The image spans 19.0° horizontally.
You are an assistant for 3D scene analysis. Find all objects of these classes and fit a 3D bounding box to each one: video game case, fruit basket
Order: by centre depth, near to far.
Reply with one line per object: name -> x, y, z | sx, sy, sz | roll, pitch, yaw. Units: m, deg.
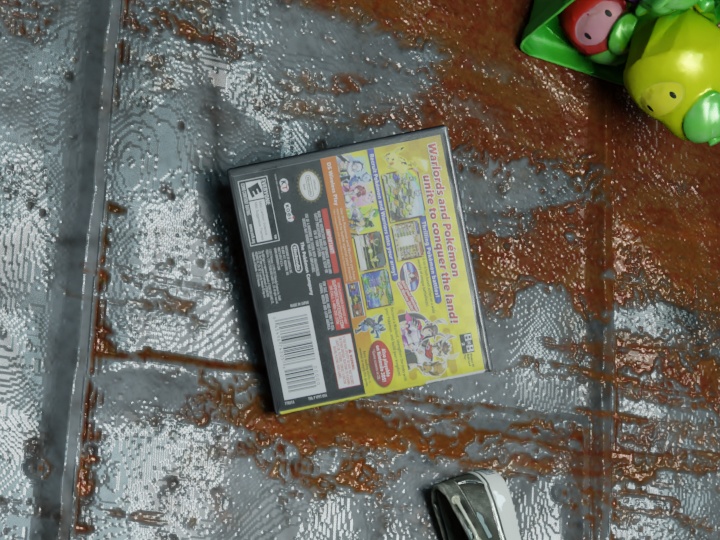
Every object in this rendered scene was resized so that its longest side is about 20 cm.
video game case -> 0.000, 0.000, 1.723 | 0.179, 0.026, 0.202 | -11, 96, -1
fruit basket -> 0.252, -0.209, 1.874 | 0.154, 0.215, 0.218 | 14, 74, -28

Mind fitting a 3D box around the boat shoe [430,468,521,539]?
boat shoe -> 0.106, 0.267, 1.779 | 0.063, 0.071, 0.202 | -12, 79, -32
